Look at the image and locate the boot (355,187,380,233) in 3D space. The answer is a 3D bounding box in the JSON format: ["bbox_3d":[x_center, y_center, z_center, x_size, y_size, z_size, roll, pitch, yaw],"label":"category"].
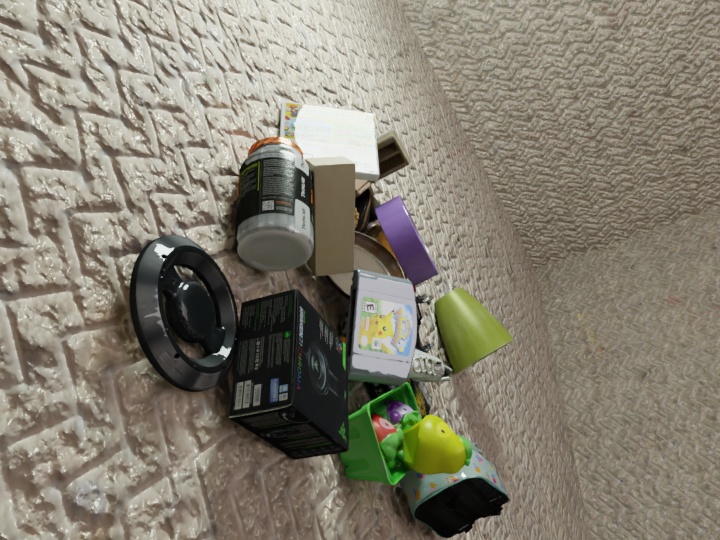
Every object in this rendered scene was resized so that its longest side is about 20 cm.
[{"bbox_3d":[0.017,-0.132,1.305,0.097,0.075,0.200,48,30,-34],"label":"boot"}]

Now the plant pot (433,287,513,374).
[{"bbox_3d":[0.295,0.157,1.572,0.200,0.187,0.187,59,22,15],"label":"plant pot"}]

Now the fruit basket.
[{"bbox_3d":[0.083,0.282,0.966,0.215,0.215,0.156,-3,74,-65],"label":"fruit basket"}]

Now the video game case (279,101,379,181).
[{"bbox_3d":[-0.064,-0.264,1.136,0.023,0.199,0.183,110,-19,-54],"label":"video game case"}]

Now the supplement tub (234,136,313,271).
[{"bbox_3d":[-0.138,-0.110,0.903,0.122,0.122,0.201,39,39,-49],"label":"supplement tub"}]

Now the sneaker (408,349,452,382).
[{"bbox_3d":[0.119,0.186,1.122,0.200,0.087,0.075,24,73,-54],"label":"sneaker"}]

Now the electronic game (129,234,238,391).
[{"bbox_3d":[-0.216,0.052,0.707,0.200,0.041,0.201,-16,90,-73],"label":"electronic game"}]

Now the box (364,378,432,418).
[{"bbox_3d":[0.078,0.244,1.167,0.201,0.049,0.161,62,23,-12],"label":"box"}]

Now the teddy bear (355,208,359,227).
[{"bbox_3d":[-0.080,-0.128,1.054,0.067,0.145,0.200,29,-29,59],"label":"teddy bear"}]

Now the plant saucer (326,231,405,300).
[{"bbox_3d":[0.000,0.000,1.127,0.200,0.032,0.201,21,41,-19],"label":"plant saucer"}]

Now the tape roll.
[{"bbox_3d":[0.106,-0.068,1.273,0.201,0.065,0.200,61,8,-15],"label":"tape roll"}]

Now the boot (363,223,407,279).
[{"bbox_3d":[0.060,-0.023,1.304,0.144,0.071,0.201,57,20,-12],"label":"boot"}]

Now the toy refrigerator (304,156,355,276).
[{"bbox_3d":[-0.056,-0.098,1.001,0.070,0.076,0.201,-133,-141,-60],"label":"toy refrigerator"}]

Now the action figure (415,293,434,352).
[{"bbox_3d":[0.091,0.089,1.241,0.102,0.119,0.201,-35,113,-31],"label":"action figure"}]

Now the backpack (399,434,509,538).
[{"bbox_3d":[0.172,0.412,1.087,0.200,0.175,0.154,42,20,-48],"label":"backpack"}]

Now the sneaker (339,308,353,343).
[{"bbox_3d":[0.026,0.108,1.105,0.200,0.078,0.078,-2,100,-65],"label":"sneaker"}]

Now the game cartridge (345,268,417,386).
[{"bbox_3d":[0.040,0.105,1.022,0.133,0.040,0.201,12,73,-27],"label":"game cartridge"}]

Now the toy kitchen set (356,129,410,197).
[{"bbox_3d":[-0.015,-0.228,1.179,0.163,0.180,0.200,56,23,-24],"label":"toy kitchen set"}]

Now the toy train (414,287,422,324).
[{"bbox_3d":[0.117,0.046,1.409,0.034,0.046,0.201,18,55,-60],"label":"toy train"}]

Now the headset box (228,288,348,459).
[{"bbox_3d":[-0.090,0.157,0.802,0.200,0.092,0.175,57,24,-49],"label":"headset box"}]
